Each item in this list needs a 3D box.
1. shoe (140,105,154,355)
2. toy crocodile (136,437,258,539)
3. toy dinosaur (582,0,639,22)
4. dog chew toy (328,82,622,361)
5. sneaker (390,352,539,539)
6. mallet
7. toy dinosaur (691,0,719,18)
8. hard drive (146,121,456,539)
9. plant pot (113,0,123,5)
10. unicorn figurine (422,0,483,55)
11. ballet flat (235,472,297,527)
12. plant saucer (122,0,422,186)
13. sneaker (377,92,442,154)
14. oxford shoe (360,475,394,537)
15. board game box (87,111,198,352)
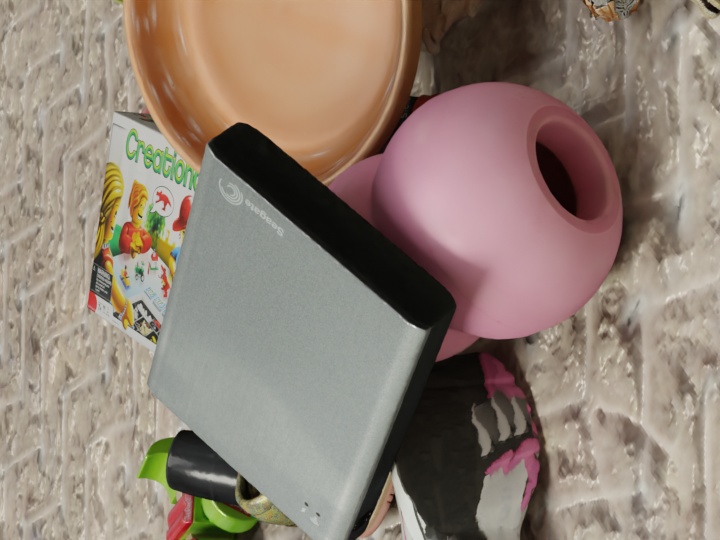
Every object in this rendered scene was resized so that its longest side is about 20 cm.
[{"bbox_3d":[-0.116,-0.029,1.581,0.091,0.071,0.201,-17,66,62],"label":"shoe"},{"bbox_3d":[-0.091,0.191,1.499,0.068,0.062,0.201,-53,42,46],"label":"toy crocodile"},{"bbox_3d":[0.093,-0.222,1.156,0.136,0.102,0.201,-137,46,-61],"label":"toy dinosaur"},{"bbox_3d":[0.032,-0.010,1.195,0.200,0.124,0.125,-29,59,38],"label":"dog chew toy"},{"bbox_3d":[0.045,0.140,1.234,0.086,0.080,0.201,120,150,-57],"label":"sneaker"},{"bbox_3d":[-0.087,0.045,1.461,0.041,0.066,0.201,-38,-53,-68],"label":"mallet"},{"bbox_3d":[0.153,-0.220,1.099,0.101,0.058,0.201,-15,72,62],"label":"toy dinosaur"},{"bbox_3d":[-0.033,0.036,1.183,0.139,0.033,0.200,41,144,17],"label":"hard drive"},{"bbox_3d":[-0.118,-0.280,1.525,0.190,0.200,0.200,-60,34,18],"label":"plant pot"},{"bbox_3d":[0.025,-0.227,1.281,0.137,0.200,0.074,-33,7,16],"label":"unicorn figurine"},{"bbox_3d":[-0.041,0.051,1.421,0.071,0.070,0.201,8,92,63],"label":"ballet flat"},{"bbox_3d":[-0.043,-0.137,1.277,0.200,0.037,0.201,8,103,38],"label":"plant saucer"},{"bbox_3d":[0.000,0.000,1.309,0.077,0.082,0.201,48,-129,-80],"label":"sneaker"},{"bbox_3d":[-0.014,0.048,1.360,0.071,0.074,0.201,-12,75,61],"label":"oxford shoe"},{"bbox_3d":[-0.102,-0.013,1.425,0.200,0.034,0.127,26,110,59],"label":"board game box"}]
